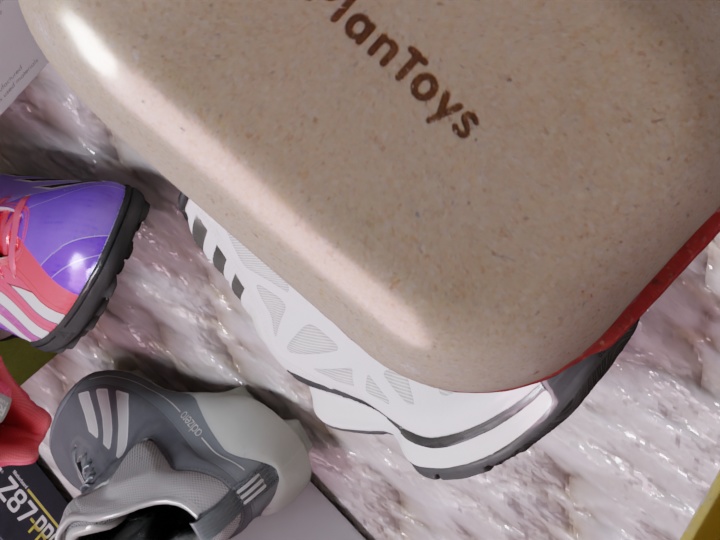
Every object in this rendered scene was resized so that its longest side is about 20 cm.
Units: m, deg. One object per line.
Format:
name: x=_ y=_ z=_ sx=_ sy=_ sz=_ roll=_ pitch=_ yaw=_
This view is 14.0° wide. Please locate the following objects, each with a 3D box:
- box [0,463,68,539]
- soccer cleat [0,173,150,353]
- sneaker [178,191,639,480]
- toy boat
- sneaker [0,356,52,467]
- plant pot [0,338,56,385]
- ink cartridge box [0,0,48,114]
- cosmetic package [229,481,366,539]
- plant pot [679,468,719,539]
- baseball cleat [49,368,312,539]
box: x=-0.240 y=0.107 z=1.620 sx=0.200 sy=0.049 sz=0.161 roll=19 pitch=149 yaw=44
soccer cleat: x=-0.143 y=-0.011 z=1.164 sx=0.073 sy=0.068 sz=0.200 roll=30 pitch=167 yaw=-18
sneaker: x=0.000 y=0.000 z=0.932 sx=0.115 sy=0.076 sz=0.200 roll=46 pitch=162 yaw=-18
toy boat: x=0.005 y=-0.069 z=0.756 sx=0.200 sy=0.131 sz=0.131 roll=42 pitch=-171 yaw=-4
sneaker: x=-0.183 y=0.033 z=1.173 sx=0.087 sy=0.074 sz=0.200 roll=18 pitch=170 yaw=22
plant pot: x=-0.268 y=0.045 z=1.319 sx=0.187 sy=0.200 sz=0.187 roll=35 pitch=159 yaw=15
ink cartridge box: x=-0.187 y=-0.139 z=0.988 sx=0.116 sy=0.068 sz=0.200 roll=28 pitch=156 yaw=30
cosmetic package: x=0.001 y=0.169 z=1.315 sx=0.200 sy=0.051 sz=0.083 roll=48 pitch=158 yaw=-19
plant pot: x=0.182 y=0.191 z=0.861 sx=0.200 sy=0.200 sz=0.176 roll=21 pitch=163 yaw=43
baseball cleat: x=-0.104 y=0.090 z=1.258 sx=0.200 sy=0.106 sz=0.070 roll=-10 pitch=113 yaw=59
